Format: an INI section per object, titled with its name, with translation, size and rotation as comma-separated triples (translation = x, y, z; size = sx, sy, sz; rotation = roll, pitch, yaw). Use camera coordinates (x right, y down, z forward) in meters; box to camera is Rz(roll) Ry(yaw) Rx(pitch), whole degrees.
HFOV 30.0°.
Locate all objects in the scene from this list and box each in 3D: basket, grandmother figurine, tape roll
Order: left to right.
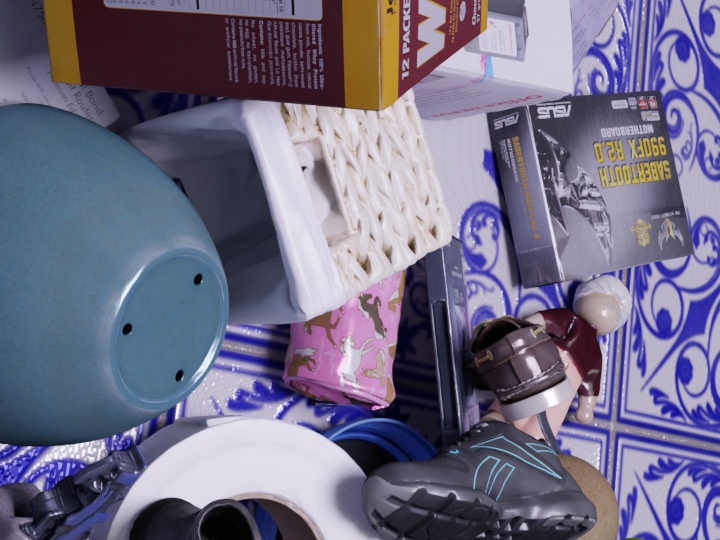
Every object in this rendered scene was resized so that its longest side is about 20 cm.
[tape roll]
translation = -0.081, 0.193, 0.865
size = 0.202, 0.071, 0.203
rotation = 2, 84, -25
[basket]
translation = -0.051, -0.049, 0.846
size = 0.123, 0.200, 0.136
rotation = -22, 100, -30
[grandmother figurine]
translation = 0.175, 0.083, 1.156
size = 0.200, 0.060, 0.121
rotation = -52, 130, -30

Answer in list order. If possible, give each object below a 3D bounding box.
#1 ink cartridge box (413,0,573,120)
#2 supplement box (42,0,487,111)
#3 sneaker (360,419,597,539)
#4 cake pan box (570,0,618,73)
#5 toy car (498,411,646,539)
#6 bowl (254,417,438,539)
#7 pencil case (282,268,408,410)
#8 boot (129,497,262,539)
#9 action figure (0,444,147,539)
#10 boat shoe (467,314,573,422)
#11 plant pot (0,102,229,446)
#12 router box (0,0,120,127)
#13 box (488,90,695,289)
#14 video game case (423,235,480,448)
[ink cartridge box]
translation = 0.039, -0.170, 0.988
size = 0.200, 0.147, 0.086
rotation = 2, 86, -44
[supplement box]
translation = -0.047, -0.188, 0.771
size = 0.197, 0.199, 0.133
rotation = -46, 139, -59
[sneaker]
translation = 0.073, 0.144, 0.905
size = 0.200, 0.075, 0.079
rotation = 15, 46, -41
[cake pan box]
translation = 0.159, -0.289, 1.175
size = 0.184, 0.052, 0.200
rotation = 52, 55, -29
[toy car]
translation = 0.138, 0.198, 1.030
size = 0.164, 0.157, 0.201
rotation = -30, 105, -61
[bowl]
translation = -0.001, 0.210, 0.994
size = 0.200, 0.039, 0.201
rotation = 4, 84, -43
[pencil case]
translation = 0.000, 0.000, 0.984
size = 0.087, 0.082, 0.201
rotation = 63, 36, -72
[boot]
translation = -0.061, 0.219, 0.760
size = 0.068, 0.131, 0.200
rotation = -32, 99, -24
[action figure]
translation = -0.215, 0.128, 0.746
size = 0.193, 0.200, 0.105
rotation = 37, 18, -42
[boat shoe]
translation = 0.113, 0.064, 1.005
size = 0.072, 0.200, 0.060
rotation = -24, 94, 2
[plant pot]
translation = -0.155, 0.016, 0.761
size = 0.200, 0.134, 0.201
rotation = -27, 125, -46
[router box]
translation = -0.261, -0.126, 0.772
size = 0.180, 0.049, 0.200
rotation = -45, 116, -35
[box]
translation = 0.209, -0.076, 1.194
size = 0.200, 0.048, 0.159
rotation = -9, 86, -42
[video game case]
translation = 0.073, 0.072, 1.027
size = 0.143, 0.019, 0.201
rotation = 15, 69, -79
